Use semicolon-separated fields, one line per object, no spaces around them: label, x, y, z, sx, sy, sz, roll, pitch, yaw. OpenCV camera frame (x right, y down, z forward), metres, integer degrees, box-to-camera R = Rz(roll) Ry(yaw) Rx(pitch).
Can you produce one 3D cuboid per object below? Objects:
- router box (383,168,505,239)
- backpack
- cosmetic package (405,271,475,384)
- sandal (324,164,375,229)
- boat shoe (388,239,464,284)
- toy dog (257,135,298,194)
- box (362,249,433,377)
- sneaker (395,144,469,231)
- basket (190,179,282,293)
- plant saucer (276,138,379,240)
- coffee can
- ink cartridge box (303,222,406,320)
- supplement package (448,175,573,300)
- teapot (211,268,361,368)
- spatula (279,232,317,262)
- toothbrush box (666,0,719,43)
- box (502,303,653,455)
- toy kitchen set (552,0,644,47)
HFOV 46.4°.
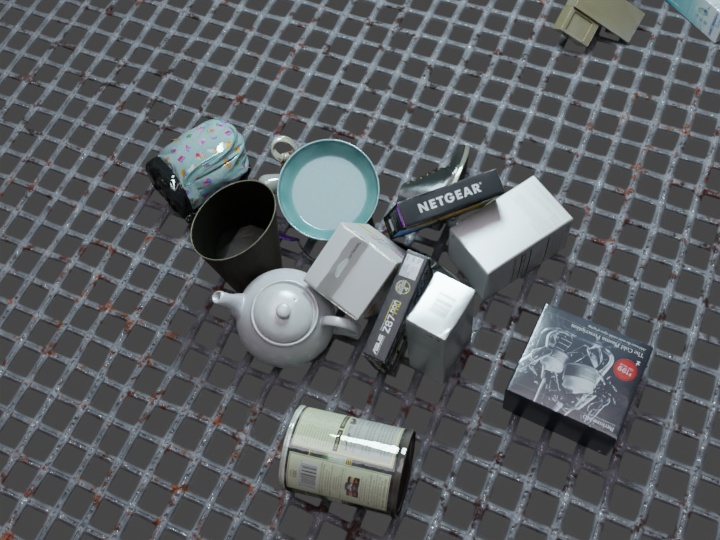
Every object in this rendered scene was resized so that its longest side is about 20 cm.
router box;0.151;-0.121;1.562;0.199;0.149;0.051;-20;86;-9
backpack;-0.324;-0.216;1.730;0.200;0.127;0.167;-34;61;-16
cosmetic package;0.141;0.104;1.475;0.081;0.200;0.113;28;65;17
sandal;-0.022;-0.112;1.676;0.080;0.054;0.201;-16;83;-4
boat shoe;0.114;0.000;1.609;0.199;0.062;0.073;29;68;19
toy dog;-0.113;-0.200;1.716;0.199;0.096;0.133;8;101;-22
box;0.073;0.080;1.494;0.049;0.161;0.201;20;79;16
sneaker;0.147;-0.184;1.696;0.106;0.075;0.201;21;67;12
basket;-0.219;-0.044;1.586;0.136;0.200;0.181;31;68;20
plant saucer;-0.062;-0.154;1.637;0.199;0.036;0.201;0;82;3
coffee can;-0.020;0.317;1.406;0.199;0.147;0.147;11;64;11
ink cartridge box;0.000;0.000;1.515;0.125;0.200;0.129;36;102;11
supplement package;0.280;-0.060;1.593;0.200;0.120;0.121;-31;66;-11
teapot;-0.132;0.083;1.518;0.200;0.146;0.198;-32;84;-10
spatula;-0.100;-0.032;1.663;0.200;0.056;0.021;34;104;13
toothbrush box;0.785;-0.623;1.866;0.146;0.085;0.200;-29;65;-10
box;0.375;0.188;1.462;0.199;0.104;0.183;22;68;17
toy kitchen set;0.523;-0.602;1.899;0.163;0.180;0.201;24;101;-22
